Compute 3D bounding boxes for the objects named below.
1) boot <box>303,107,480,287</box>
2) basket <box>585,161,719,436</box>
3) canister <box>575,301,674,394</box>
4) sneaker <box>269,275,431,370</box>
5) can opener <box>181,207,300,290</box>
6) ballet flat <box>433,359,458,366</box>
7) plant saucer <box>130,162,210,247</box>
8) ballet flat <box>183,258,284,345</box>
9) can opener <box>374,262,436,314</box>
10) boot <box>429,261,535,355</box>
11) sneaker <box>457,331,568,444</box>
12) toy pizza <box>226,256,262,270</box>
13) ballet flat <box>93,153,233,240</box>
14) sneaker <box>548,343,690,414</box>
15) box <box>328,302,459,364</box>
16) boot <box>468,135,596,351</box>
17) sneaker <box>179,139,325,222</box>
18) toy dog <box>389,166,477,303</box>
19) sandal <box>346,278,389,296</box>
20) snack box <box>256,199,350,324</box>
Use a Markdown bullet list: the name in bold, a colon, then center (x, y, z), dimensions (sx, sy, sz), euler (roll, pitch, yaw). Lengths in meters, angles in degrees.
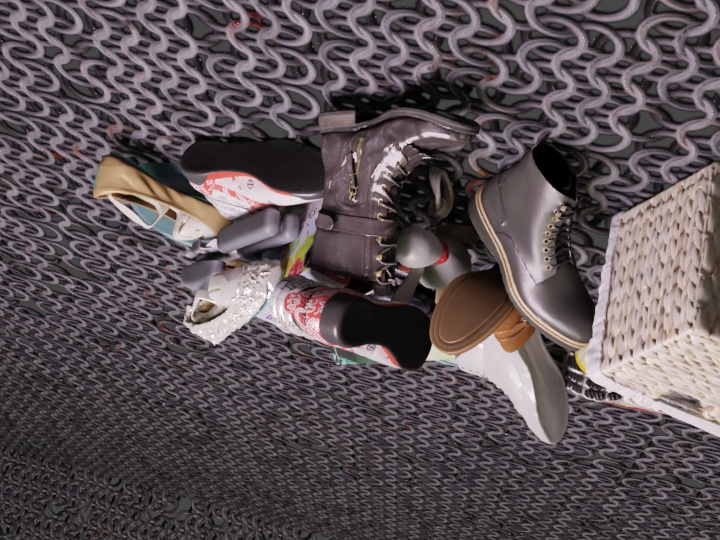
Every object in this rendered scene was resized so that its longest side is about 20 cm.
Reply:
- **boot**: center (0.029, -0.070, 1.066), dimensions (0.200, 0.174, 0.069), euler (4, -175, 39)
- **basket**: center (0.353, 0.035, 1.052), dimensions (0.198, 0.200, 0.161), euler (23, 153, -14)
- **canister**: center (0.340, 0.071, 1.271), dimensions (0.148, 0.087, 0.200), euler (15, 157, 5)
- **sneaker**: center (-0.010, 0.052, 1.134), dimensions (0.108, 0.067, 0.201), euler (17, 178, 34)
- **can opener**: center (-0.141, -0.023, 1.267), dimensions (0.053, 0.067, 0.200), euler (13, 157, -35)
- **ballet flat**: center (0.104, 0.095, 1.509), dimensions (0.200, 0.067, 0.070), euler (4, -178, 11)
- **plant saucer**: center (-0.214, -0.073, 1.402), dimensions (0.200, 0.027, 0.200), euler (14, 155, 7)
- **ballet flat**: center (-0.157, 0.036, 1.257), dimensions (0.072, 0.072, 0.200), euler (25, 147, -17)
- **can opener**: center (0.009, 0.000, 1.377), dimensions (0.200, 0.063, 0.079), euler (23, -177, 10)
- **boot**: center (0.151, 0.047, 1.213), dimensions (0.077, 0.200, 0.155), euler (21, 151, 23)
- **sneaker**: center (0.196, 0.137, 1.427), dimensions (0.115, 0.074, 0.200), euler (-1, 120, 46)
- **toy pizza**: center (-0.115, 0.016, 1.451), dimensions (0.200, 0.032, 0.200), euler (17, 173, 2)
- **ballet flat**: center (-0.231, -0.071, 1.308), dimensions (0.200, 0.063, 0.069), euler (26, 161, -18)
- **sneaker**: center (0.342, 0.154, 1.462), dimensions (0.200, 0.077, 0.085), euler (20, 166, 1)
- **box**: center (0.077, 0.070, 1.382), dimensions (0.200, 0.144, 0.036), euler (-9, 109, 44)
- **boot**: center (0.197, -0.024, 1.084), dimensions (0.200, 0.077, 0.138), euler (53, 150, 6)
- **sneaker**: center (-0.100, -0.095, 1.236), dimensions (0.201, 0.067, 0.108), euler (9, 155, 26)
- **toy dog**: center (0.065, -0.017, 1.201), dimensions (0.096, 0.132, 0.200), euler (-2, 150, 23)
- **sandal**: center (-0.002, -0.008, 1.250), dimensions (0.059, 0.079, 0.207), euler (-16, -174, 4)
- **snack box**: center (-0.059, -0.029, 1.251), dimensions (0.053, 0.142, 0.200), euler (26, 154, -19)
